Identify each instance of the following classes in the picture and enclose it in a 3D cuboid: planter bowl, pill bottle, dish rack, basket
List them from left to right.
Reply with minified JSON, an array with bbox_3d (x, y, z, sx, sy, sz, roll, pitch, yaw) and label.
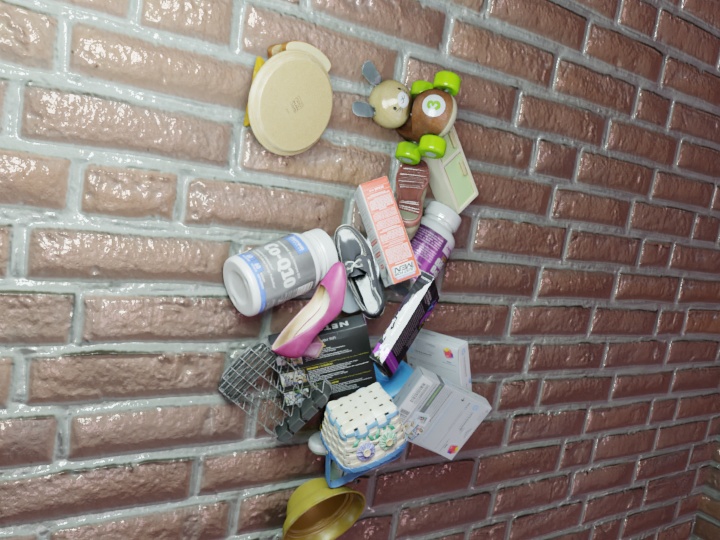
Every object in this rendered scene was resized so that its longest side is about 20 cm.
[{"bbox_3d":[-0.167,0.229,1.541,0.200,0.055,0.153,42,102,-18],"label":"dish rack"},{"bbox_3d":[-0.146,-0.002,1.491,0.198,0.113,0.116,-24,118,-33],"label":"pill bottle"},{"bbox_3d":[-0.093,0.501,1.690,0.198,0.084,0.202,-21,140,-19],"label":"planter bowl"},{"bbox_3d":[0.004,0.338,1.593,0.174,0.139,0.202,-22,137,-19],"label":"basket"},{"bbox_3d":[0.135,-0.043,1.721,0.112,0.112,0.202,40,77,-40],"label":"pill bottle"}]

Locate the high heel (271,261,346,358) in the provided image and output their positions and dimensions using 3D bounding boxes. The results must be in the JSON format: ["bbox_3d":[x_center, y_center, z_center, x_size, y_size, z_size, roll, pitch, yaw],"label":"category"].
[{"bbox_3d":[-0.095,0.072,1.483,0.095,0.067,0.202,10,115,-36],"label":"high heel"}]

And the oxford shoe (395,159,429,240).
[{"bbox_3d":[0.102,-0.150,1.664,0.075,0.069,0.202,91,11,-50],"label":"oxford shoe"}]

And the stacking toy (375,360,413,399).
[{"bbox_3d":[0.060,0.303,1.782,0.109,0.116,0.203,-23,128,-30],"label":"stacking toy"}]

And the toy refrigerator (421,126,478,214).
[{"bbox_3d":[0.186,-0.228,1.737,0.076,0.070,0.202,-42,126,-22],"label":"toy refrigerator"}]

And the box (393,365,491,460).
[{"bbox_3d":[0.160,0.307,1.710,0.198,0.041,0.157,27,108,-25],"label":"box"}]

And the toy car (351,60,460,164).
[{"bbox_3d":[0.077,-0.327,1.573,0.198,0.157,0.167,20,78,-30],"label":"toy car"}]

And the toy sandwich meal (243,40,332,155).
[{"bbox_3d":[-0.133,-0.312,1.444,0.203,0.070,0.209,-18,119,-35],"label":"toy sandwich meal"}]

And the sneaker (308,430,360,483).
[{"bbox_3d":[-0.051,0.409,1.711,0.199,0.073,0.120,14,99,-52],"label":"sneaker"}]

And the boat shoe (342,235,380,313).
[{"bbox_3d":[0.015,-0.002,1.668,0.066,0.069,0.203,51,60,-77],"label":"boat shoe"}]

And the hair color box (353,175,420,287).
[{"bbox_3d":[0.051,-0.074,1.582,0.063,0.111,0.203,-18,88,-8],"label":"hair color box"}]

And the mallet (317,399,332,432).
[{"bbox_3d":[-0.069,0.248,1.689,0.041,0.065,0.203,-15,129,-58],"label":"mallet"}]

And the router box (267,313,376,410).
[{"bbox_3d":[-0.073,0.182,1.591,0.196,0.051,0.152,-12,115,-5],"label":"router box"}]

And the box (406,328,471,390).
[{"bbox_3d":[0.177,0.239,1.804,0.041,0.154,0.203,-30,121,-39],"label":"box"}]

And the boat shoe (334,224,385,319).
[{"bbox_3d":[0.000,0.000,1.597,0.072,0.063,0.203,-20,86,0],"label":"boat shoe"}]

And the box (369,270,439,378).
[{"bbox_3d":[0.092,0.110,1.602,0.201,0.036,0.143,-56,162,-10],"label":"box"}]
